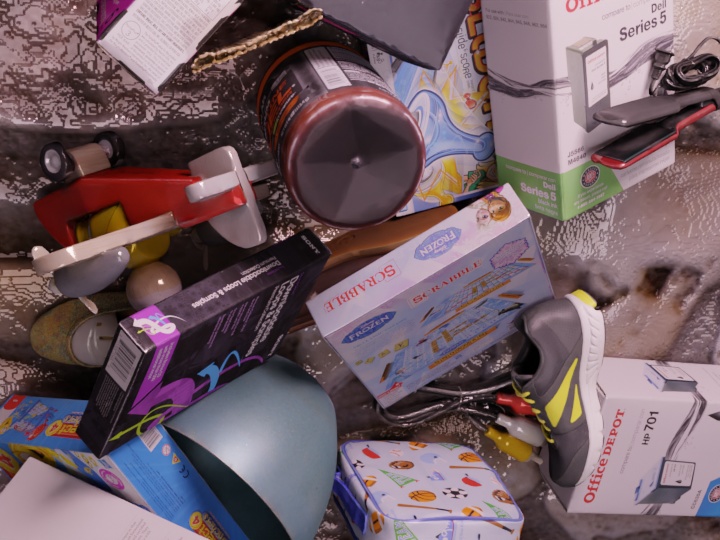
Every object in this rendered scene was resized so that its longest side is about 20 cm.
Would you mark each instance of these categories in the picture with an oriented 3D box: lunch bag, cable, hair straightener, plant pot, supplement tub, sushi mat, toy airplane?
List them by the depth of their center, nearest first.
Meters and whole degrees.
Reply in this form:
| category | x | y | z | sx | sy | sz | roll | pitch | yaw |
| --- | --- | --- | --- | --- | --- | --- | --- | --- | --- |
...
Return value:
| category | x | y | z | sx | sy | sz | roll | pitch | yaw |
| --- | --- | --- | --- | --- | --- | --- | --- | --- | --- |
| sushi mat | -0.082 | -0.170 | 0.817 | 0.095 | 0.200 | 0.012 | -22 | 103 | -4 |
| supplement tub | -0.023 | -0.115 | 0.855 | 0.106 | 0.200 | 0.107 | -6 | 116 | -11 |
| toy airplane | -0.155 | -0.032 | 0.866 | 0.199 | 0.199 | 0.142 | -6 | 105 | -14 |
| hair straightener | 0.265 | -0.149 | 0.910 | 0.199 | 0.041 | 0.077 | -24 | 123 | -30 |
| plant pot | -0.097 | 0.155 | 0.998 | 0.135 | 0.200 | 0.201 | -49 | 125 | -31 |
| lunch bag | 0.055 | 0.224 | 1.054 | 0.159 | 0.200 | 0.076 | 2 | 102 | -16 |
| cable | 0.117 | 0.135 | 1.102 | 0.199 | 0.050 | 0.097 | 13 | 110 | -22 |

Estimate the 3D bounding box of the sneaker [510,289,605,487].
| category | x | y | z | sx | sy | sz | roll | pitch | yaw |
| --- | --- | --- | --- | --- | --- | --- | --- | --- | --- |
| sneaker | 0.182 | 0.116 | 1.060 | 0.084 | 0.074 | 0.201 | -6 | 106 | -13 |

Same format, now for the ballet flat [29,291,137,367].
| category | x | y | z | sx | sy | sz | roll | pitch | yaw |
| --- | --- | --- | --- | --- | --- | --- | --- | --- | --- |
| ballet flat | -0.192 | 0.054 | 0.976 | 0.199 | 0.071 | 0.071 | -7 | 118 | -10 |

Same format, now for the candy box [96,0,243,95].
| category | x | y | z | sx | sy | sz | roll | pitch | yaw |
| --- | --- | --- | --- | --- | --- | --- | --- | --- | --- |
| candy box | -0.109 | -0.237 | 0.809 | 0.200 | 0.136 | 0.061 | -44 | 117 | 9 |

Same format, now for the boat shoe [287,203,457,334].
| category | x | y | z | sx | sy | sz | roll | pitch | yaw |
| --- | --- | --- | --- | --- | --- | --- | --- | --- | --- |
| boat shoe | 0.000 | 0.000 | 0.996 | 0.199 | 0.070 | 0.071 | -18 | 113 | 5 |

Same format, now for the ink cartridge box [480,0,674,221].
| category | x | y | z | sx | sy | sz | roll | pitch | yaw |
| --- | --- | --- | --- | --- | --- | --- | --- | --- | --- |
| ink cartridge box | 0.186 | -0.165 | 0.924 | 0.145 | 0.084 | 0.201 | -26 | 123 | -28 |

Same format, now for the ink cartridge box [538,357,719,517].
| category | x | y | z | sx | sy | sz | roll | pitch | yaw |
| --- | --- | --- | --- | --- | --- | --- | --- | --- | --- |
| ink cartridge box | 0.307 | 0.175 | 1.152 | 0.199 | 0.086 | 0.147 | 4 | 115 | -18 |

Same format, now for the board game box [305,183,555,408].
| category | x | y | z | sx | sy | sz | roll | pitch | yaw |
| --- | --- | --- | --- | --- | --- | --- | --- | --- | --- |
| board game box | 0.072 | 0.031 | 0.991 | 0.199 | 0.041 | 0.200 | -30 | 151 | 1 |

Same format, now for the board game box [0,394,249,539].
| category | x | y | z | sx | sy | sz | roll | pitch | yaw |
| --- | --- | --- | --- | --- | --- | --- | --- | --- | --- |
| board game box | -0.216 | 0.202 | 0.981 | 0.056 | 0.195 | 0.200 | -54 | 127 | -36 |

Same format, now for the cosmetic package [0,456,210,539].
| category | x | y | z | sx | sy | sz | roll | pitch | yaw |
| --- | --- | --- | --- | --- | --- | --- | --- | --- | --- |
| cosmetic package | -0.204 | 0.243 | 0.898 | 0.199 | 0.085 | 0.108 | 16 | 143 | 24 |

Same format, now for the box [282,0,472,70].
| category | x | y | z | sx | sy | sz | roll | pitch | yaw |
| --- | --- | --- | --- | --- | --- | --- | --- | --- | --- |
| box | 0.039 | -0.267 | 0.824 | 0.122 | 0.106 | 0.201 | 22 | 99 | -16 |

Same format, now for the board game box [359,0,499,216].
| category | x | y | z | sx | sy | sz | roll | pitch | yaw |
| --- | --- | --- | --- | --- | --- | --- | --- | --- | --- |
| board game box | 0.076 | -0.157 | 0.954 | 0.135 | 0.034 | 0.201 | -15 | 119 | -6 |

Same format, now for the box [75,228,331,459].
| category | x | y | z | sx | sy | sz | roll | pitch | yaw |
| --- | --- | --- | --- | --- | --- | --- | --- | --- | --- |
| box | -0.120 | 0.055 | 0.860 | 0.200 | 0.036 | 0.143 | -31 | 160 | -44 |
